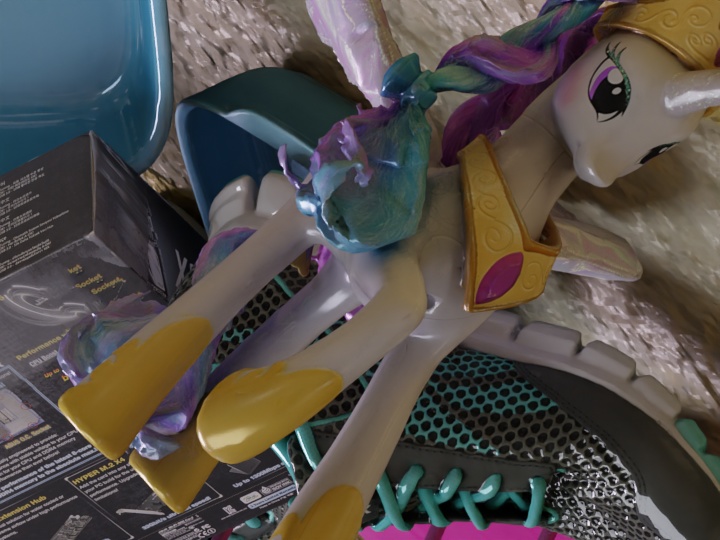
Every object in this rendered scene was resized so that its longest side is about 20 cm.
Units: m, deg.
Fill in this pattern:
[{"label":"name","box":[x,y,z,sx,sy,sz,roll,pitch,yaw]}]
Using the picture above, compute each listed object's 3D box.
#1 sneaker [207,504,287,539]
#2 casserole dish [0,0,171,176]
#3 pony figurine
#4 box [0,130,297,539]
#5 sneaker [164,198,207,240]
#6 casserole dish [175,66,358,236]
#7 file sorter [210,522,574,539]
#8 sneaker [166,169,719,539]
[{"label":"sneaker","box":[-0.064,0.100,1.147,0.078,0.091,0.200,46,159,-12]},{"label":"casserole dish","box":[-0.121,-0.101,0.839,0.121,0.039,0.201,0,134,2]},{"label":"pony figurine","box":[0.011,-0.015,0.716,0.167,0.200,0.193,46,176,-26]},{"label":"box","box":[-0.127,0.053,0.925,0.158,0.199,0.050,45,-153,-42]},{"label":"sneaker","box":[-0.106,0.041,1.107,0.075,0.106,0.200,45,159,-4]},{"label":"casserole dish","box":[0.000,0.000,0.931,0.121,0.039,0.200,32,158,26]},{"label":"file sorter","box":[0.045,0.146,0.935,0.199,0.126,0.139,8,153,43]},{"label":"sneaker","box":[0.019,0.053,0.824,0.199,0.091,0.078,27,151,20]}]
